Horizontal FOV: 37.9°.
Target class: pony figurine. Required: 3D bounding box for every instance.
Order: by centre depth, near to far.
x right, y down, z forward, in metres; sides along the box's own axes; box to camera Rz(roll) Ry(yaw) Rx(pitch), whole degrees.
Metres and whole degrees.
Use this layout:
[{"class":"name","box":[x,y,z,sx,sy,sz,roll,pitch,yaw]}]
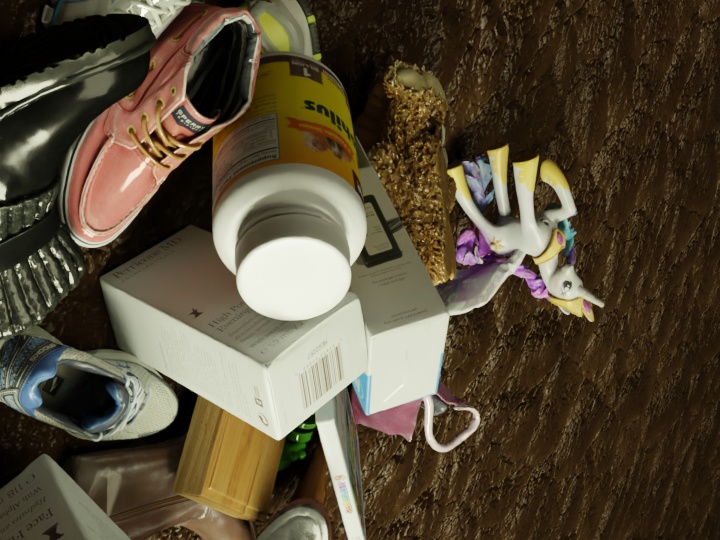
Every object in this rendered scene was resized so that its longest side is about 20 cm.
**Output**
[{"class":"pony figurine","box":[0.161,-0.033,1.141,0.166,0.192,0.202,-40,116,-38]}]

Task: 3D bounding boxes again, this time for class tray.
[{"class":"tray","box":[-0.097,0.109,0.924,0.099,0.037,0.202,41,55,-52]}]

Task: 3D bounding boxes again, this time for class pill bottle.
[{"class":"pill bottle","box":[-0.053,-0.063,0.760,0.201,0.108,0.110,-98,170,-45]}]

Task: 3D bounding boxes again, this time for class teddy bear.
[{"class":"teddy bear","box":[0.045,-0.088,0.943,0.145,0.066,0.203,-52,137,-63]}]

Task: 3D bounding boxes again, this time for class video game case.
[{"class":"video game case","box":[-0.020,0.148,0.982,0.144,0.018,0.201,-96,176,-47]}]

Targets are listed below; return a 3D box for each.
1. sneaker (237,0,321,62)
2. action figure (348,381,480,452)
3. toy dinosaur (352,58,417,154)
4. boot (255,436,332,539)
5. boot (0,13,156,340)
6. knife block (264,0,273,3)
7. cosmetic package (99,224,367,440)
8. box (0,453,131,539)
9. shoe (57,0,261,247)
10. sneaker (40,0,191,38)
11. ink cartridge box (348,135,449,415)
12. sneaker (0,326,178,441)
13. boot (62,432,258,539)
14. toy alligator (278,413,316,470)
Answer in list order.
[{"class":"sneaker","box":[-0.071,-0.138,0.874,0.076,0.076,0.202,-20,127,-15]},{"class":"action figure","box":[0.037,0.096,1.061,0.134,0.148,0.201,-37,147,-28]},{"class":"toy dinosaur","box":[-0.001,-0.103,0.995,0.106,0.060,0.202,33,81,-41]},{"class":"boot","box":[-0.044,0.223,0.986,0.201,0.068,0.190,-65,169,-53]},{"class":"boot","box":[-0.207,-0.061,0.687,0.210,0.079,0.159,-30,127,-11]},{"class":"knife block","box":[-0.033,-0.318,0.823,0.175,0.064,0.203,-16,119,-47]},{"class":"cosmetic package","box":[-0.099,0.040,0.797,0.101,0.199,0.075,-35,132,-36]},{"class":"box","box":[-0.237,0.280,0.754,0.198,0.131,0.201,-38,137,-12]},{"class":"shoe","box":[-0.144,-0.103,0.745,0.071,0.091,0.202,34,82,-35]},{"class":"sneaker","box":[-0.146,-0.197,0.719,0.075,0.086,0.202,33,81,-56]},{"class":"ink cartridge box","box":[0.000,0.000,0.865,0.067,0.201,0.117,-15,144,-14]},{"class":"sneaker","box":[-0.201,0.099,0.793,0.199,0.085,0.078,28,84,-55]},{"class":"boot","box":[-0.177,0.228,0.905,0.199,0.064,0.189,-13,104,-53]},{"class":"toy alligator","box":[-0.069,0.157,1.019,0.059,0.054,0.203,-3,109,-51]}]
